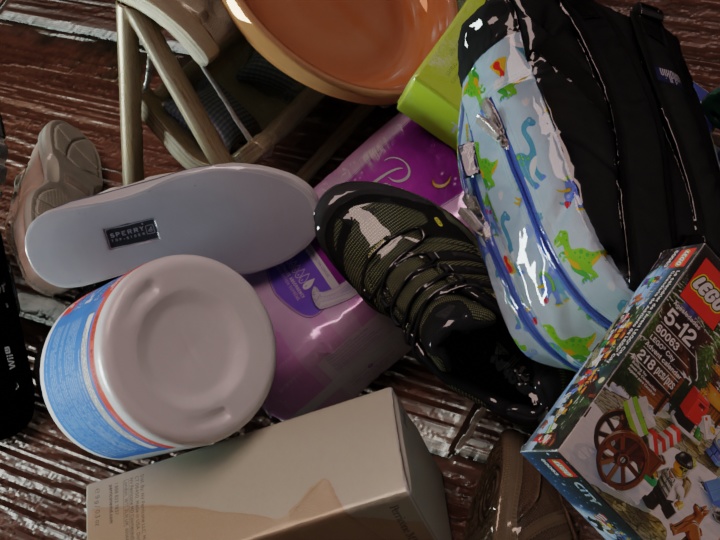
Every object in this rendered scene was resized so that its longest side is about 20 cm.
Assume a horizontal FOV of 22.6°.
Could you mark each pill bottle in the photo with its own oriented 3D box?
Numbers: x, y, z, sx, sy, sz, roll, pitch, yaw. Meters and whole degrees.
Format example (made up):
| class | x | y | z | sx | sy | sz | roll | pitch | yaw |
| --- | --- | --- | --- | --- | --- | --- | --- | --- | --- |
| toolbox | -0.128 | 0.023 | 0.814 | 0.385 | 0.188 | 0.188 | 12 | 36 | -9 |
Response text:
| class | x | y | z | sx | sy | sz | roll | pitch | yaw |
| --- | --- | --- | --- | --- | --- | --- | --- | --- | --- |
| pill bottle | -0.136 | 0.059 | 1.116 | 0.113 | 0.112 | 0.200 | -53 | 14 | -23 |

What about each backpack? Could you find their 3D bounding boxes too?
| class | x | y | z | sx | sy | sz | roll | pitch | yaw |
| --- | --- | --- | --- | --- | --- | --- | --- | --- | --- |
| backpack | 0.135 | -0.041 | 1.006 | 0.154 | 0.162 | 0.201 | -51 | 50 | 31 |

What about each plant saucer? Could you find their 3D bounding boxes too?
| class | x | y | z | sx | sy | sz | roll | pitch | yaw |
| --- | --- | --- | --- | --- | --- | --- | --- | --- | --- |
| plant saucer | -0.024 | -0.192 | 1.182 | 0.037 | 0.199 | 0.202 | -38 | 32 | 43 |

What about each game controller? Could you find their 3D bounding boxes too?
| class | x | y | z | sx | sy | sz | roll | pitch | yaw |
| --- | --- | --- | --- | --- | --- | --- | --- | --- | --- |
| game controller | -0.286 | 0.022 | 1.247 | 0.103 | 0.042 | 0.202 | -13 | 90 | 22 |

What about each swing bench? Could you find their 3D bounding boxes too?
| class | x | y | z | sx | sy | sz | roll | pitch | yaw |
| --- | --- | --- | --- | --- | --- | --- | --- | --- | --- |
| swing bench | -0.090 | -0.158 | 1.240 | 0.129 | 0.202 | 0.199 | 6 | 37 | 29 |

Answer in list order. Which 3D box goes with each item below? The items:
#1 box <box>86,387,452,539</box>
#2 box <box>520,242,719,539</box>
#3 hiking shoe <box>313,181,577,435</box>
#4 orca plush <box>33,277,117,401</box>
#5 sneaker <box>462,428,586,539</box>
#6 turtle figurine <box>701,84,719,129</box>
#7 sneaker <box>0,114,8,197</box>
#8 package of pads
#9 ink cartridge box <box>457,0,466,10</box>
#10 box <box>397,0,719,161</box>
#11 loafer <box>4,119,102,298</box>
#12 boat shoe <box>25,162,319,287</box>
| class | x | y | z | sx | sy | sz | roll | pitch | yaw |
| --- | --- | --- | --- | --- | --- | --- | --- | --- | --- |
| box | -0.053 | 0.151 | 1.061 | 0.198 | 0.095 | 0.078 | -19 | 46 | 12 |
| box | 0.191 | 0.105 | 0.913 | 0.137 | 0.200 | 0.038 | -51 | 16 | -20 |
| hiking shoe | 0.050 | 0.015 | 1.040 | 0.200 | 0.101 | 0.076 | 40 | 94 | 10 |
| orca plush | -0.149 | 0.012 | 1.243 | 0.199 | 0.071 | 0.106 | -27 | 45 | 2 |
| sneaker | 0.099 | 0.173 | 0.996 | 0.075 | 0.071 | 0.201 | 18 | 37 | -8 |
| turtle figurine | 0.309 | -0.140 | 1.138 | 0.150 | 0.101 | 0.200 | 43 | 75 | 2 |
| sneaker | -0.322 | -0.036 | 1.328 | 0.115 | 0.075 | 0.202 | -4 | 83 | 37 |
| package of pads | 0.000 | 0.000 | 1.158 | 0.200 | 0.076 | 0.121 | -40 | 49 | 5 |
| ink cartridge box | 0.107 | -0.256 | 1.354 | 0.199 | 0.048 | 0.146 | -34 | 33 | -1 |
| box | 0.136 | -0.096 | 1.133 | 0.199 | 0.048 | 0.122 | 35 | 65 | -1 |
| loafer | -0.228 | -0.035 | 1.325 | 0.063 | 0.072 | 0.201 | -43 | 27 | 21 |
| boat shoe | -0.117 | -0.036 | 1.164 | 0.198 | 0.074 | 0.065 | -3 | 16 | 14 |
